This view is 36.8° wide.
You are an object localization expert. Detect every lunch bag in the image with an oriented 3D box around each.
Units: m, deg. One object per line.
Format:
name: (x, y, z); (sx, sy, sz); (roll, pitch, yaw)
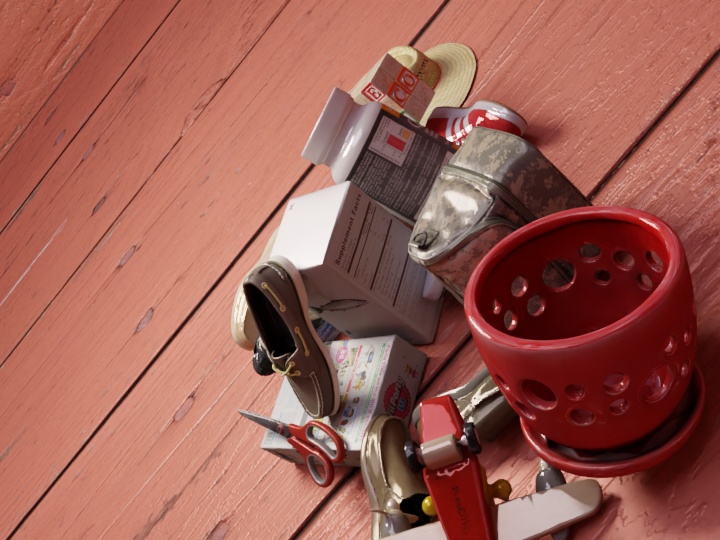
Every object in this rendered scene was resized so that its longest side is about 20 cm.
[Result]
lunch bag: (0.159, -0.028, 1.162); (0.169, 0.199, 0.139); (-52, 31, -2)

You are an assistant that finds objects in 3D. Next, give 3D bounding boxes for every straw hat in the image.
straw hat: (0.068, -0.283, 1.592); (0.200, 0.085, 0.204); (-32, 41, 31)

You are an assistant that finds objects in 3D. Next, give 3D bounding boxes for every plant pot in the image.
plant pot: (0.210, 0.070, 0.987); (0.197, 0.184, 0.202); (-16, 34, 11)

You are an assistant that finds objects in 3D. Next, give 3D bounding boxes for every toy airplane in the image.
toy airplane: (0.111, 0.248, 1.056); (0.198, 0.141, 0.202); (27, 91, 14)

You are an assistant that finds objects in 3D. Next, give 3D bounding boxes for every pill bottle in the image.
pill bottle: (0.034, -0.136, 1.333); (0.118, 0.198, 0.116); (-61, 6, 11)

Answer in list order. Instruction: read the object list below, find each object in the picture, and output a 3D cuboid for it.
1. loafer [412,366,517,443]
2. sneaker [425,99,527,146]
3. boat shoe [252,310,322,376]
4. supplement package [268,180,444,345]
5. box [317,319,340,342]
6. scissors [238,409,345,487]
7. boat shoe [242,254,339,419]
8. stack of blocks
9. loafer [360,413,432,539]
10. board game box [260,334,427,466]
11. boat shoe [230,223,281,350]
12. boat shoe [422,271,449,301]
loafer: (0.141, 0.150, 1.152); (0.199, 0.074, 0.071); (-35, 50, 36)
sneaker: (0.132, -0.158, 1.417); (0.114, 0.071, 0.199); (-59, 26, -13)
boat shoe: (-0.093, 0.073, 1.403); (0.067, 0.074, 0.200); (-59, 7, 29)
supplement package: (0.000, 0.000, 1.330); (0.116, 0.199, 0.119); (-11, 52, 46)
box: (-0.085, 0.045, 1.545); (0.137, 0.040, 0.200); (-48, 34, 9)
scissors: (-0.086, 0.190, 1.314); (0.199, 0.014, 0.074); (33, 120, 42)
boat shoe: (-0.082, 0.087, 1.260); (0.071, 0.205, 0.060); (-4, 20, 45)
stack of blocks: (0.023, -0.200, 1.497); (0.200, 0.114, 0.059); (-35, 22, 57)
loafer: (0.049, 0.246, 1.179); (0.067, 0.076, 0.203); (-29, 51, 31)
board game box: (-0.023, 0.164, 1.343); (0.198, 0.064, 0.150); (-9, 55, 49)
boat shoe: (-0.116, 0.016, 1.506); (0.069, 0.073, 0.203); (-8, 55, 55)
boat shoe: (0.140, -0.047, 1.314); (0.202, 0.067, 0.072); (-64, 6, -15)
